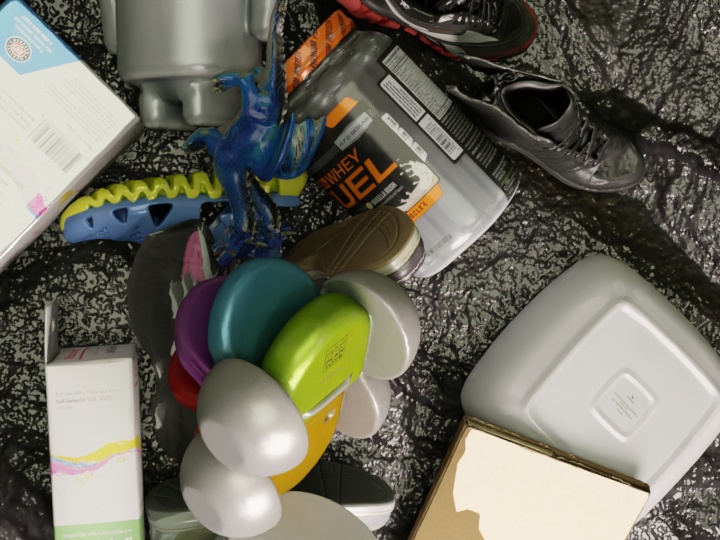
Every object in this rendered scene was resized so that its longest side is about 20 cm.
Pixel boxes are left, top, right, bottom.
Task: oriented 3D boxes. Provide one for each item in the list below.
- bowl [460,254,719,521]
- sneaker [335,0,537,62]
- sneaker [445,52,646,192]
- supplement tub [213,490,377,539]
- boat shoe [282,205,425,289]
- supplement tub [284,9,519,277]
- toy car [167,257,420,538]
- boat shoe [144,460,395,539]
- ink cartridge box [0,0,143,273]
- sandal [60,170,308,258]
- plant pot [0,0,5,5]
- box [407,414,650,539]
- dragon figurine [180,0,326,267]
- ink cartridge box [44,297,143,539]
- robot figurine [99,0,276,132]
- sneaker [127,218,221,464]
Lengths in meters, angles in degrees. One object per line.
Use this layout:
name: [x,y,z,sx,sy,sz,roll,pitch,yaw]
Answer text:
bowl: [0.210,0.107,1.073,0.200,0.075,0.200,44,85,-6]
sneaker: [0.075,-0.213,1.006,0.200,0.098,0.071,14,87,-34]
sneaker: [0.156,-0.118,1.040,0.199,0.104,0.060,24,88,-8]
supplement tub: [-0.069,0.279,0.963,0.144,0.145,0.200,18,124,-8]
boat shoe: [0.000,0.000,0.981,0.065,0.200,0.072,46,66,-17]
supplement tub: [0.020,-0.102,1.012,0.200,0.123,0.123,44,86,-7]
toy car: [-0.066,0.070,0.887,0.150,0.200,0.175,41,53,16]
boat shoe: [-0.072,0.202,1.038,0.201,0.074,0.065,-5,112,-8]
ink cartridge box: [-0.280,-0.086,0.966,0.200,0.125,0.129,-45,97,-4]
sandal: [-0.137,-0.036,1.016,0.199,0.079,0.088,-6,97,-7]
plant pot: [-0.375,-0.233,0.922,0.200,0.177,0.200,36,86,-7]
box: [0.123,0.232,1.050,0.163,0.021,0.201,21,110,-5]
dragon figurine: [-0.065,-0.100,0.935,0.099,0.059,0.200,37,109,18]
ink cartridge box: [-0.205,0.122,0.989,0.067,0.117,0.201,-3,93,-9]
robot figurine: [-0.134,-0.210,0.990,0.169,0.113,0.201,1,93,23]
sneaker: [-0.126,0.051,1.009,0.080,0.086,0.201,13,115,28]
